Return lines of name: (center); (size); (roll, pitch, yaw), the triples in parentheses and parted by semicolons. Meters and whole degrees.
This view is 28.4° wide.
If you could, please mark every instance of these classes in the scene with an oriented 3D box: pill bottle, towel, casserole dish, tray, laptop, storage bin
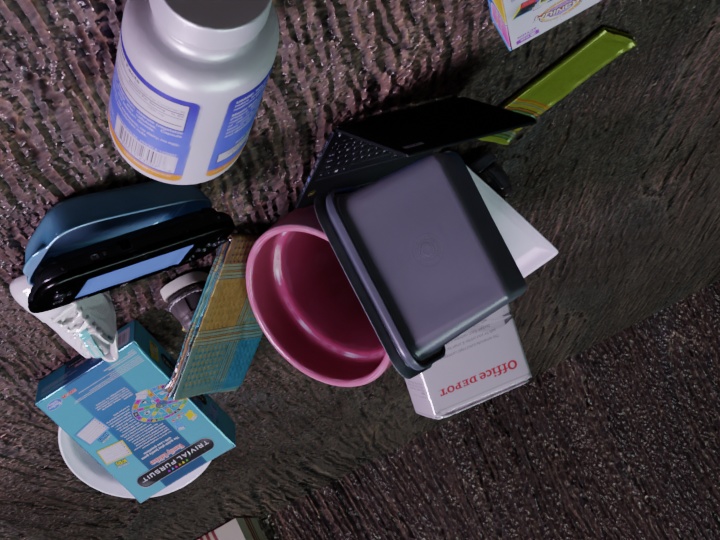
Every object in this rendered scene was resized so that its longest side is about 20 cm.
pill bottle: (-0.119, -0.154, 1.024); (0.111, 0.113, 0.200); (-21, 163, -23)
towel: (-0.146, 0.049, 1.620); (0.146, 0.022, 0.202); (-2, 117, -61)
casserole dish: (-0.231, -0.040, 1.338); (0.199, 0.039, 0.121); (-15, 160, -38)
tray: (0.136, -0.059, 1.720); (0.107, 0.200, 0.022); (-37, -154, 29)
laptop: (0.054, -0.110, 1.474); (0.176, 0.104, 0.201); (-17, 152, -34)
storage bin: (0.070, -0.017, 1.410); (0.134, 0.202, 0.145); (-28, 175, 20)
towel: (0.217, -0.206, 1.616); (0.199, 0.018, 0.086); (-37, 163, 29)

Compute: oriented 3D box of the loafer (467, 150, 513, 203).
loafer: (0.107, -0.067, 1.763); (0.200, 0.063, 0.072); (-41, 180, 37)

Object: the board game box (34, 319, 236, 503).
board game box: (-0.268, 0.172, 1.718); (0.150, 0.047, 0.200); (-31, 122, 14)

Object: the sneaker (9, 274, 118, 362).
sneaker: (-0.283, 0.046, 1.433); (0.075, 0.089, 0.200); (-27, 165, 4)

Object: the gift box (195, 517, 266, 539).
gift box: (-0.285, 0.691, 3.337); (0.199, 0.188, 0.184); (-30, 165, 13)

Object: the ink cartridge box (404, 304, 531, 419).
ink cartridge box: (0.114, 0.068, 1.802); (0.144, 0.202, 0.085); (-20, -176, -17)

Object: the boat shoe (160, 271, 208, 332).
boat shoe: (-0.166, 0.046, 1.687); (0.071, 0.061, 0.201); (-33, 164, 18)

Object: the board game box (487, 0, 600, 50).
board game box: (0.182, -0.281, 1.265); (0.152, 0.041, 0.200); (-29, 165, 2)

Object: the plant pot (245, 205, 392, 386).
plant pot: (0.000, 0.000, 1.596); (0.179, 0.200, 0.200); (-40, 178, -44)

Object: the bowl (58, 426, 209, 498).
bowl: (-0.280, 0.184, 1.806); (0.199, 0.091, 0.203); (-4, 124, -6)

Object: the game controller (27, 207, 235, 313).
game controller: (-0.213, -0.007, 1.327); (0.198, 0.042, 0.104); (-19, 162, -27)
